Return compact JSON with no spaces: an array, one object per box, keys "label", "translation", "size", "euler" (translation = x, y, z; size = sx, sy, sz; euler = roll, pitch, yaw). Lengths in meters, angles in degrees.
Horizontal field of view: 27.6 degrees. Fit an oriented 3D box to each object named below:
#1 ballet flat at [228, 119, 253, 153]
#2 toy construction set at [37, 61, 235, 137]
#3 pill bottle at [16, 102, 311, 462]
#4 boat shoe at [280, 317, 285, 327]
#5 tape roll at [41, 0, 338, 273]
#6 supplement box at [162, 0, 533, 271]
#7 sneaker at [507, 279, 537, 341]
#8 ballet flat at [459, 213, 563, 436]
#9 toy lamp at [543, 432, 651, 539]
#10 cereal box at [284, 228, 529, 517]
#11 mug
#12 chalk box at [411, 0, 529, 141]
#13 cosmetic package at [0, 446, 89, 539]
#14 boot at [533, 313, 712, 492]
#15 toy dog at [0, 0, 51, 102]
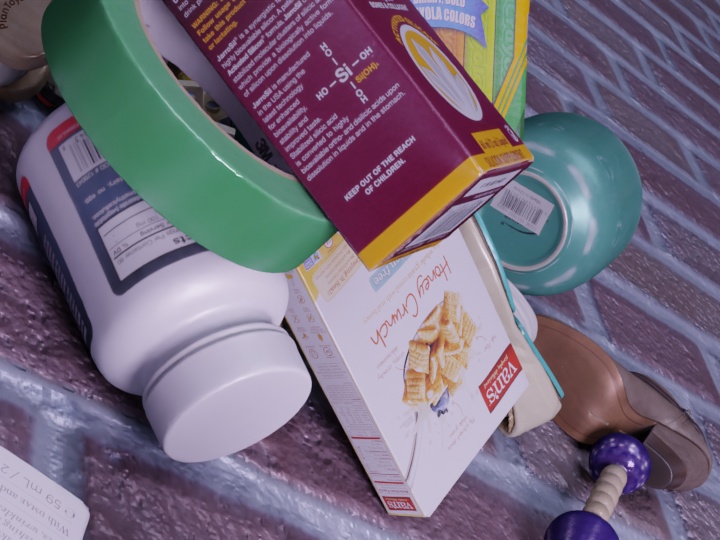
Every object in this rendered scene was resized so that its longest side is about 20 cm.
[{"label":"ballet flat","translation":[-0.070,-0.128,1.143],"size":[0.063,0.067,0.201],"euler":[65,10,-52]},{"label":"toy construction set","translation":[-0.149,-0.134,1.015],"size":[0.131,0.092,0.200],"euler":[33,18,-25]},{"label":"pill bottle","translation":[-0.110,0.002,0.839],"size":[0.119,0.120,0.201],"euler":[8,46,-51]},{"label":"boat shoe","translation":[-0.073,-0.018,0.971],"size":[0.075,0.074,0.201],"euler":[29,31,-30]},{"label":"tape roll","translation":[-0.084,-0.092,0.814],"size":[0.200,0.048,0.201],"euler":[42,23,-22]},{"label":"supplement box","translation":[-0.007,-0.109,0.810],"size":[0.200,0.086,0.110],"euler":[53,21,7]},{"label":"sneaker","translation":[0.057,0.005,1.146],"size":[0.200,0.075,0.089],"euler":[45,38,-6]},{"label":"ballet flat","translation":[0.088,0.038,1.072],"size":[0.201,0.069,0.070],"euler":[62,19,-24]},{"label":"toy lamp","translation":[0.176,0.180,1.083],"size":[0.058,0.058,0.200],"euler":[47,27,2]},{"label":"cereal box","translation":[0.028,0.036,0.943],"size":[0.144,0.039,0.201],"euler":[-46,118,-39]},{"label":"mug","translation":[0.143,-0.051,1.280],"size":[0.114,0.184,0.153],"euler":[-29,101,-60]},{"label":"chalk box","translation":[0.033,-0.187,0.993],"size":[0.124,0.123,0.202],"euler":[1,91,-38]},{"label":"cosmetic package","translation":[-0.182,0.154,0.574],"size":[0.101,0.074,0.201],"euler":[36,27,-20]},{"label":"boot","translation":[0.220,0.109,1.250],"size":[0.200,0.070,0.146],"euler":[52,20,8]},{"label":"toy dog","translation":[-0.261,-0.184,0.907],"size":[0.096,0.132,0.200],"euler":[-26,65,-23]}]
